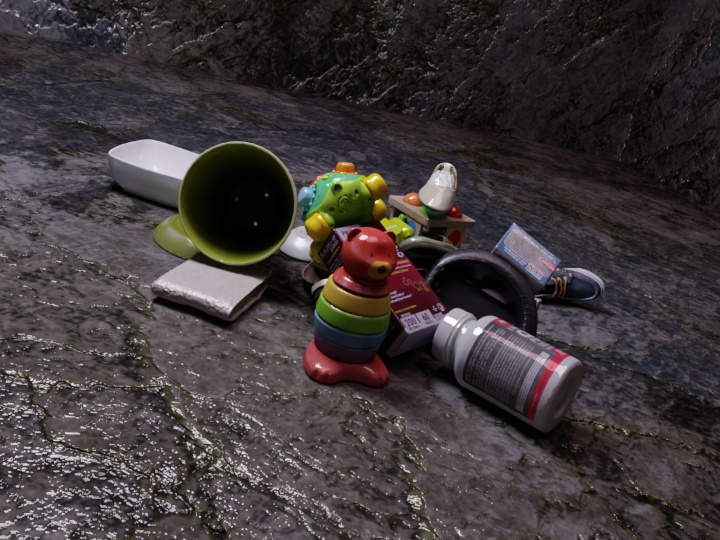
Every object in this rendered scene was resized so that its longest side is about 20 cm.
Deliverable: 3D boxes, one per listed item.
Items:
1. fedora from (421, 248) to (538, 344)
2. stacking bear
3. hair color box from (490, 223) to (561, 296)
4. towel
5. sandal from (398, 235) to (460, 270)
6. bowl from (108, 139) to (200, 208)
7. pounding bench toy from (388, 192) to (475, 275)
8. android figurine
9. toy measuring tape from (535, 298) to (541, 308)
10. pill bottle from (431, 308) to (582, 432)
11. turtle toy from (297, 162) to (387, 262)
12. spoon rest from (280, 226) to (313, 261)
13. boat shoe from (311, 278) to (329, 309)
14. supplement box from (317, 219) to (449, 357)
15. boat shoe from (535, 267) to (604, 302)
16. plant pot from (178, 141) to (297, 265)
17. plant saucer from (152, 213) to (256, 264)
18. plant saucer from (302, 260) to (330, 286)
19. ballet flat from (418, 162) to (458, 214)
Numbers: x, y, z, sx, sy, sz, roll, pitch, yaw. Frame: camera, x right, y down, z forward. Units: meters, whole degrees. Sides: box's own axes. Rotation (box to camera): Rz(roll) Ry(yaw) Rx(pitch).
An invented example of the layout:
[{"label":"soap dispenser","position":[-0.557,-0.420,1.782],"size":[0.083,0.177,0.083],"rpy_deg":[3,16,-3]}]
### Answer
[{"label":"fedora","position":[0.180,0.069,1.313],"size":[0.197,0.204,0.092],"rpy_deg":[17,-14,4]},{"label":"stacking bear","position":[-0.004,0.040,1.128],"size":[0.120,0.203,0.114],"rpy_deg":[7,21,-22]},{"label":"hair color box","position":[0.248,0.012,1.390],"size":[0.100,0.200,0.061],"rpy_deg":[39,66,6]},{"label":"towel","position":[-0.222,0.020,1.268],"size":[0.131,0.035,0.200],"rpy_deg":[17,19,9]},{"label":"sandal","position":[0.124,-0.032,1.359],"size":[0.200,0.079,0.058],"rpy_deg":[26,40,-57]},{"label":"bowl","position":[-0.384,-0.187,1.641],"size":[0.197,0.076,0.200],"rpy_deg":[18,19,7]},{"label":"pounding bench toy","position":[0.090,-0.060,1.537],"size":[0.198,0.158,0.124],"rpy_deg":[-1,25,-39]},{"label":"android figurine","position":[0.004,-0.049,1.423],"size":[0.179,0.042,0.200],"rpy_deg":[-19,22,-14]},{"label":"toy measuring tape","position":[0.235,0.032,1.537],"size":[0.197,0.075,0.074],"rpy_deg":[13,19,-8]},{"label":"pill bottle","position":[0.202,0.133,1.169],"size":[0.198,0.112,0.110],"rpy_deg":[28,23,30]},{"label":"turtle toy","position":[-0.038,-0.094,1.312],"size":[0.145,0.201,0.101],"rpy_deg":[-35,70,-12]},{"label":"spoon rest","position":[-0.089,-0.066,1.589],"size":[0.098,0.061,0.200],"rpy_deg":[18,33,11]},{"label":"boat shoe","position":[0.014,0.067,1.285],"size":[0.199,0.074,0.064],"rpy_deg":[13,51,-34]},{"label":"supplement box","position":[0.036,0.023,1.238],"size":[0.108,0.061,0.201],"rpy_deg":[-14,59,-45]},{"label":"boat shoe","position":[0.389,0.032,1.663],"size":[0.197,0.072,0.091],"rpy_deg":[13,20,12]},{"label":"plant pot","position":[-0.188,-0.108,1.371],"size":[0.184,0.190,0.200],"rpy_deg":[15,3,0]},{"label":"plant saucer","position":[-0.263,-0.060,1.455],"size":[0.197,0.032,0.200],"rpy_deg":[13,20,-5]},{"label":"plant saucer","position":[0.000,0.000,1.405],"size":[0.197,0.033,0.201],"rpy_deg":[-9,20,3]},{"label":"ballet flat","position":[0.148,-0.158,1.512],"size":[0.068,0.070,0.200],"rpy_deg":[17,20,4]}]
